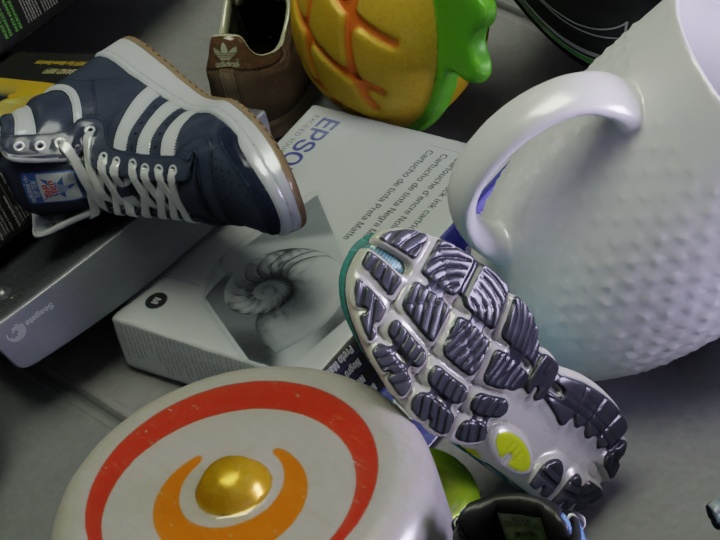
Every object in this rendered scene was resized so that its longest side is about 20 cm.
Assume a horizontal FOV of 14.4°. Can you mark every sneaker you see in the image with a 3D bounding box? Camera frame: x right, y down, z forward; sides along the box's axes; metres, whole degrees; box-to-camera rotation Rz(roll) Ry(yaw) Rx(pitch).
[{"bbox_3d":[-0.041,-0.164,1.712,0.070,0.076,0.200,-1,42,19],"label":"sneaker"},{"bbox_3d":[0.085,0.138,1.255,0.078,0.090,0.200,-7,3,12],"label":"sneaker"},{"bbox_3d":[0.045,0.050,1.343,0.080,0.200,0.078,18,68,47],"label":"sneaker"},{"bbox_3d":[-0.116,-0.049,1.479,0.108,0.070,0.200,-31,37,-19],"label":"sneaker"}]

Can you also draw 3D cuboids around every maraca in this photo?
[{"bbox_3d":[0.025,-0.148,1.597,0.107,0.138,0.200,-18,0,-24],"label":"maraca"}]

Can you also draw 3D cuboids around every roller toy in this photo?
[{"bbox_3d":[-0.044,0.141,1.303,0.182,0.140,0.200,-6,41,14],"label":"roller toy"}]

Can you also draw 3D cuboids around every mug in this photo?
[{"bbox_3d":[0.128,-0.038,1.396,0.175,0.200,0.148,-42,51,26],"label":"mug"}]

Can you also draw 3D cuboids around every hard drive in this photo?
[{"bbox_3d":[-0.145,-0.022,1.576,0.200,0.042,0.135,-40,24,-20],"label":"hard drive"}]

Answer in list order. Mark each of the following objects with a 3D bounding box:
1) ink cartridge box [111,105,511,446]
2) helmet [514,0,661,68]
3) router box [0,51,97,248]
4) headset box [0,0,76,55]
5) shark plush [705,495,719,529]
[{"bbox_3d":[0.000,0.000,1.532,0.199,0.041,0.200,16,49,33],"label":"ink cartridge box"},{"bbox_3d":[0.172,-0.192,1.574,0.190,0.200,0.200,35,59,20],"label":"helmet"},{"bbox_3d":[-0.233,-0.063,1.632,0.157,0.052,0.200,-41,25,-27],"label":"router box"},{"bbox_3d":[-0.240,-0.201,1.758,0.174,0.093,0.200,-3,30,46],"label":"headset box"},{"bbox_3d":[0.252,0.068,1.328,0.199,0.083,0.091,-14,39,3],"label":"shark plush"}]
